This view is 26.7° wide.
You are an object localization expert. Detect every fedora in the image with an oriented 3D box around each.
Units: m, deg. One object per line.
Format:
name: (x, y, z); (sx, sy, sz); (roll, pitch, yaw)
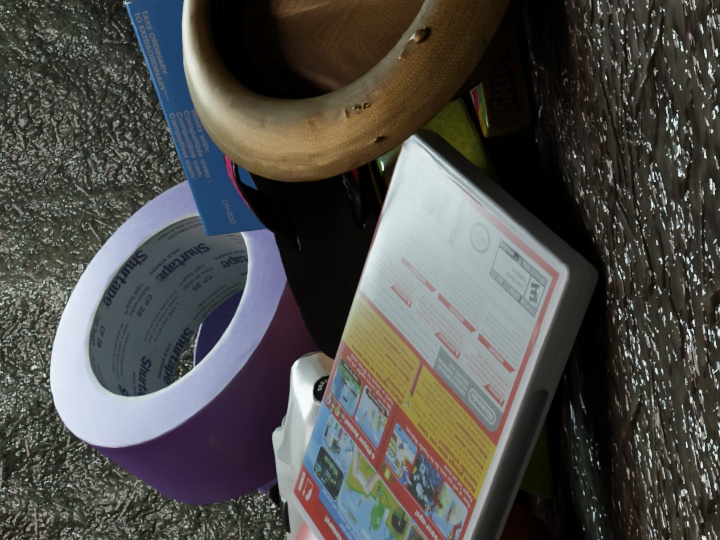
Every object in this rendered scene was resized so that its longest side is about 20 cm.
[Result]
fedora: (0.008, -0.124, 0.665); (0.081, 0.200, 0.202); (15, -122, -46)

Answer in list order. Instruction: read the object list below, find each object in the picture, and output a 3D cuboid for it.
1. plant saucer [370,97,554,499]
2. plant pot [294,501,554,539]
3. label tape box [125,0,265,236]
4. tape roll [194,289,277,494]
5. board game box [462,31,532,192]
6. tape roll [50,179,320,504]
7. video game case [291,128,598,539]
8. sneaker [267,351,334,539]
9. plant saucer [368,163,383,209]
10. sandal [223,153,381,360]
plant saucer: (0.043, -0.006, 0.793); (0.201, 0.047, 0.201); (77, 176, -47)
plant pot: (0.030, 0.215, 0.752); (0.201, 0.199, 0.178); (84, -173, -49)
label tape box: (-0.081, -0.103, 0.873); (0.200, 0.063, 0.145); (-93, -13, -69)
tape roll: (-0.020, 0.071, 1.116); (0.085, 0.198, 0.202); (-158, 60, -87)
board game box: (0.061, -0.090, 0.796); (0.200, 0.030, 0.096); (78, -177, -77)
tape roll: (-0.099, 0.042, 0.979); (0.085, 0.199, 0.201); (42, -153, -40)
video game case: (0.028, 0.057, 0.666); (0.143, 0.017, 0.201); (47, 126, 52)
sneaker: (-0.013, 0.123, 0.862); (0.201, 0.074, 0.089); (95, 154, -47)
plant saucer: (0.000, 0.000, 0.854); (0.200, 0.032, 0.202); (163, 90, -87)
sandal: (-0.030, -0.049, 0.736); (0.201, 0.075, 0.045); (68, -157, 1)
